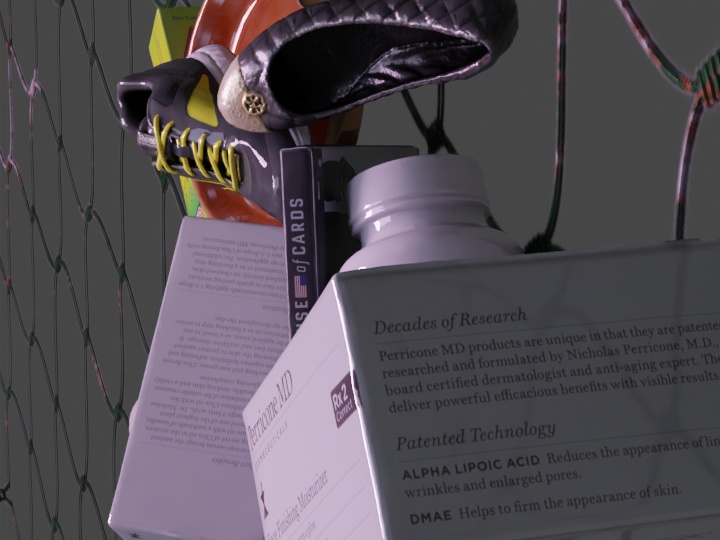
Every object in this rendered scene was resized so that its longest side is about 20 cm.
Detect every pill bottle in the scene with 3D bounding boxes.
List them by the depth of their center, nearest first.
[{"bbox_3d":[0.046,0.042,1.280,0.112,0.111,0.201,131,133,-66],"label":"pill bottle"}]

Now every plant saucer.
[{"bbox_3d":[-0.054,-0.115,1.485,0.200,0.032,0.202,-4,85,55],"label":"plant saucer"}]

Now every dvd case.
[{"bbox_3d":[0.000,0.000,1.377,0.200,0.025,0.151,-8,-85,-71],"label":"dvd case"}]

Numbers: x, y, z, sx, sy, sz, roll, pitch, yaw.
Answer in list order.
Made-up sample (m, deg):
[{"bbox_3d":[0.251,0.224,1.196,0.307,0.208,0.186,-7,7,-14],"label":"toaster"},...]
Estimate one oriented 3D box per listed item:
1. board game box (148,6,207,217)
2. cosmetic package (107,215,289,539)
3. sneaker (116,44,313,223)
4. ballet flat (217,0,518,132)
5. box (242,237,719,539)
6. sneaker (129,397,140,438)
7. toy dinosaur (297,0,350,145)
[{"bbox_3d":[-0.087,-0.105,1.686,0.048,0.101,0.201,110,150,-53],"label":"board game box"},{"bbox_3d":[-0.075,0.075,1.382,0.071,0.101,0.201,62,-142,-65],"label":"cosmetic package"},{"bbox_3d":[-0.090,-0.075,1.420,0.200,0.084,0.075,-137,38,-54],"label":"sneaker"},{"bbox_3d":[-0.002,-0.122,1.308,0.067,0.199,0.057,59,-149,-23],"label":"ballet flat"},{"bbox_3d":[0.066,0.087,1.079,0.199,0.199,0.131,124,138,-63],"label":"box"},{"bbox_3d":[-0.081,0.116,1.484,0.112,0.076,0.200,-58,36,22],"label":"sneaker"},{"bbox_3d":[0.009,-0.162,1.365,0.058,0.101,0.201,-116,25,-53],"label":"toy dinosaur"}]
